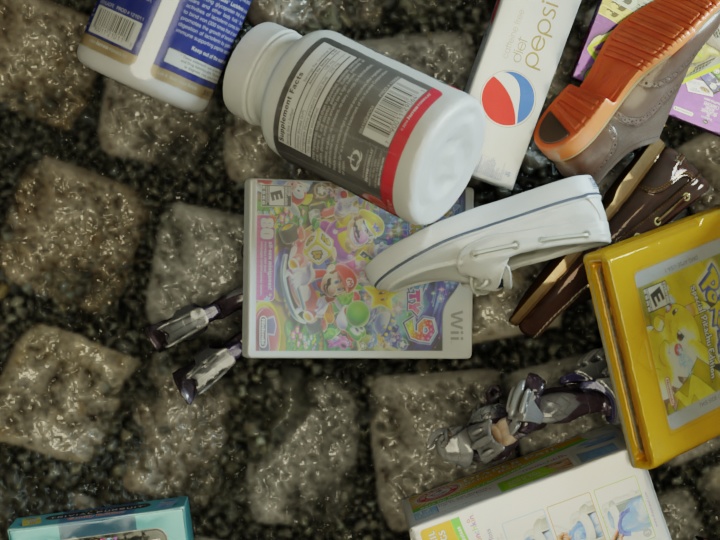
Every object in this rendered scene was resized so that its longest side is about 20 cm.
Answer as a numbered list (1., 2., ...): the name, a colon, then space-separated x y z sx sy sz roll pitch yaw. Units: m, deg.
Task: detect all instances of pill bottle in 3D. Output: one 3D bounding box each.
1. pill bottle: -0.139 -0.238 1.454 0.115 0.116 0.201 24 94 -3
2. pill bottle: -0.009 -0.124 1.441 0.199 0.111 0.111 28 94 25

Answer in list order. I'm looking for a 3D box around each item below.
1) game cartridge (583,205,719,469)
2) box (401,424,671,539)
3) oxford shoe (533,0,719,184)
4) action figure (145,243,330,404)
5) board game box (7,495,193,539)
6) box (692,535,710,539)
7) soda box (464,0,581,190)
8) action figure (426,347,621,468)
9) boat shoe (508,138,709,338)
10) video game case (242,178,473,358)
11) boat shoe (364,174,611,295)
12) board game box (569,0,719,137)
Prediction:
1. game cartridge: 0.275 0.047 1.473 0.199 0.032 0.178 -19 98 -36
2. box: 0.143 0.215 1.499 0.198 0.112 0.102 -20 95 -1
3. oxford shoe: 0.230 -0.152 1.479 0.200 0.071 0.073 -44 124 -1
4. action figure: -0.076 0.028 1.503 0.199 0.069 0.131 -33 90 -1
5. board game box: -0.207 0.302 1.532 0.150 0.047 0.202 -7 95 -1
6. box: 0.365 0.310 1.551 0.198 0.035 0.111 18 94 -3
7. soda box: 0.127 -0.171 1.489 0.063 0.068 0.201 20 95 -2
8. action figure: 0.143 0.114 1.482 0.199 0.130 0.070 -17 92 -17
9. boat shoe: 0.208 -0.016 1.502 0.070 0.070 0.200 41 93 -2
10. video game case: 0.000 0.000 1.485 0.198 0.018 0.145 1 88 -22
11. boat shoe: 0.103 -0.014 1.447 0.199 0.074 0.066 -21 78 7
12. board game box: 0.288 -0.181 1.512 0.199 0.032 0.121 21 91 -3
